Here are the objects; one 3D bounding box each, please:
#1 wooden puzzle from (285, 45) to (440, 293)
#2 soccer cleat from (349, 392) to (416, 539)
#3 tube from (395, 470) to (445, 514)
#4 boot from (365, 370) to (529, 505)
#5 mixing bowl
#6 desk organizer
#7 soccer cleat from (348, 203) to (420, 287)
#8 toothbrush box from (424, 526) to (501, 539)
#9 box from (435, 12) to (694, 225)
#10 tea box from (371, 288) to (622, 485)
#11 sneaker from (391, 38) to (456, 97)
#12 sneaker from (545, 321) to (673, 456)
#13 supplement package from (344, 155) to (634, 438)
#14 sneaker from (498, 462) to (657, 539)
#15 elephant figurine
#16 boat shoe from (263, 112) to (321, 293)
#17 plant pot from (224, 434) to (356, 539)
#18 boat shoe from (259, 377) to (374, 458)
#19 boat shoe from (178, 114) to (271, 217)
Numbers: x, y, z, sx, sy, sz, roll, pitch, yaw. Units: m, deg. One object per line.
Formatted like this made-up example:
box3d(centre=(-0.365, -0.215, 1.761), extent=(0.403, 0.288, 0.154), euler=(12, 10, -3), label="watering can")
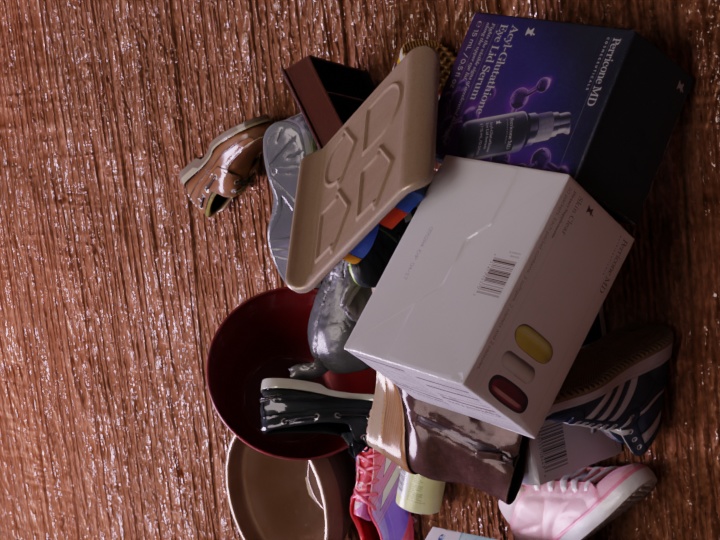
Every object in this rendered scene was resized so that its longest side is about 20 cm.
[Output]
box3d(centre=(0.011, -0.089, 1.490), extent=(0.200, 0.046, 0.186), euler=(-39, 33, 39), label="wooden puzzle")
box3d(centre=(0.018, 0.238, 1.804), extent=(0.067, 0.076, 0.201), euler=(1, 101, 50), label="soccer cleat")
box3d(centre=(0.081, 0.164, 1.735), extent=(0.058, 0.052, 0.201), euler=(9, 103, 2), label="tube")
box3d(centre=(0.090, 0.106, 1.495), extent=(0.166, 0.072, 0.201), euler=(17, 110, 30), label="boot")
box3d(centre=(-0.076, 0.130, 1.782), extent=(0.200, 0.200, 0.108), euler=(62, 162, 17), label="mixing bowl")
box3d(centre=(-0.008, -0.152, 1.663), extent=(0.077, 0.072, 0.200), euler=(-31, 47, 7), label="desk organizer")
box3d(centre=(0.065, -0.039, 1.575), extent=(0.081, 0.200, 0.068), euler=(-2, 110, 42), label="soccer cleat")
box3d(centre=(0.156, 0.346, 1.613), extent=(0.200, 0.085, 0.146), euler=(3, 139, 50), label="toothbrush box")
box3d(centre=(0.175, -0.140, 1.443), extent=(0.200, 0.104, 0.148), euler=(15, 81, 47), label="box")
box3d(centre=(0.133, 0.094, 1.578), extent=(0.197, 0.133, 0.201), euler=(-2, 99, 49), label="tea box")
box3d(centre=(0.095, -0.139, 1.619), extent=(0.200, 0.075, 0.090), euler=(60, 148, 27), label="sneaker")
box3d(centre=(0.208, 0.127, 1.453), extent=(0.070, 0.200, 0.109), euler=(29, 129, 45), label="sneaker")
box3d(centre=(0.112, 0.019, 1.382), extent=(0.156, 0.111, 0.200), euler=(15, 73, 49), label="supplement package")
box3d(centre=(0.203, 0.217, 1.576), extent=(0.105, 0.075, 0.200), euler=(57, 141, 15), label="sneaker")
box3d(centre=(0.000, 0.000, 1.671), extent=(0.141, 0.155, 0.200), euler=(3, 125, 19), label="elephant figurine")
box3d(centre=(-0.062, -0.073, 1.770), extent=(0.074, 0.065, 0.202), euler=(3, 112, 31), label="boat shoe")
box3d(centre=(-0.068, 0.262, 1.901), extent=(0.201, 0.093, 0.201), euler=(16, 112, 46), label="plant pot")
box3d(centre=(-0.011, 0.163, 1.682), extent=(0.075, 0.199, 0.066), euler=(115, 166, -70), label="boat shoe")
box3d(centre=(-0.149, -0.124, 1.916), extent=(0.200, 0.072, 0.068), euler=(-35, 77, 59), label="boat shoe")
